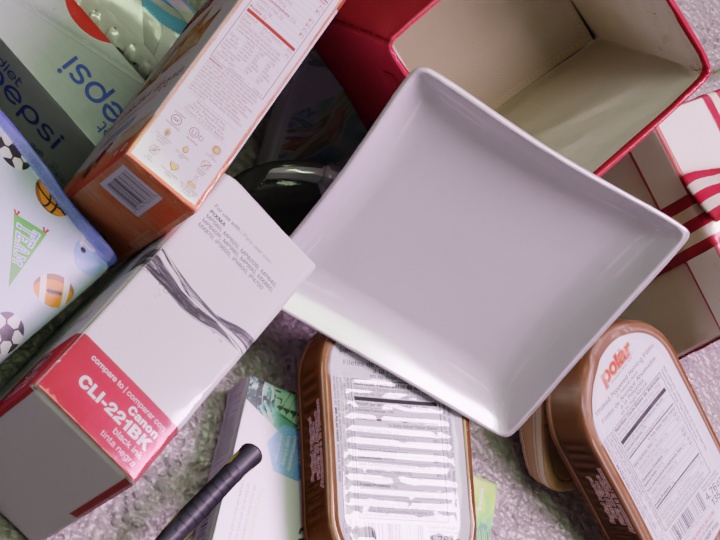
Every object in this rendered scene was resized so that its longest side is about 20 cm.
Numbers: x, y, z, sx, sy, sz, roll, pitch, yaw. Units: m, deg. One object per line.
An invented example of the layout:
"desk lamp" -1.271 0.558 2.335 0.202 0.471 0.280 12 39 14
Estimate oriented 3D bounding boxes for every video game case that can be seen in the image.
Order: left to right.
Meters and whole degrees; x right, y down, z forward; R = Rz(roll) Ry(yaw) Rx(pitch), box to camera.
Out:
"video game case" 0.035 -0.137 1.403 0.182 0.022 0.201 13 100 -28

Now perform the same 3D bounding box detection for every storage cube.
"storage cube" 0.086 -0.154 1.308 0.200 0.180 0.171 -42 119 -10

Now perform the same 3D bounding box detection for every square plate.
"square plate" 0.066 -0.010 1.239 0.200 0.198 0.028 31 32 -13

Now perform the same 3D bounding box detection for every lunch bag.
"lunch bag" -0.275 -0.026 1.157 0.200 0.124 0.170 53 51 -11

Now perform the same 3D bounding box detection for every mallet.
"mallet" -0.121 0.169 1.181 0.041 0.066 0.200 46 64 -2

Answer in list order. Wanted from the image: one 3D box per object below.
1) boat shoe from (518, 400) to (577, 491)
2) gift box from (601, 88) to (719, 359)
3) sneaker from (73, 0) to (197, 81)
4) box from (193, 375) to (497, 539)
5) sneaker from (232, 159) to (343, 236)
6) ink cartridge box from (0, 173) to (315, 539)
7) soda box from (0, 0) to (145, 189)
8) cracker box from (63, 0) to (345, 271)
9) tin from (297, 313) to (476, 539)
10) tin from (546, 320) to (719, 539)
"boat shoe" 0.130 0.055 1.421 0.074 0.069 0.201 1 89 -40
"gift box" 0.268 -0.025 1.474 0.184 0.187 0.200 -27 84 -38
"sneaker" -0.159 -0.164 1.335 0.081 0.077 0.200 -25 78 -29
"box" -0.009 0.171 1.295 0.200 0.036 0.145 26 57 -23
"sneaker" 0.000 0.000 1.358 0.200 0.075 0.116 14 64 -29
"ink cartridge box" -0.137 0.052 1.196 0.084 0.144 0.200 45 52 -9
"soda box" -0.209 -0.137 1.288 0.200 0.063 0.068 49 51 -5
"cracker box" -0.097 -0.104 1.216 0.058 0.134 0.200 41 59 -13
"tin" 0.019 0.117 1.285 0.112 0.042 0.201 8 66 -28
"tin" 0.199 0.124 1.402 0.112 0.042 0.200 -48 118 -37
